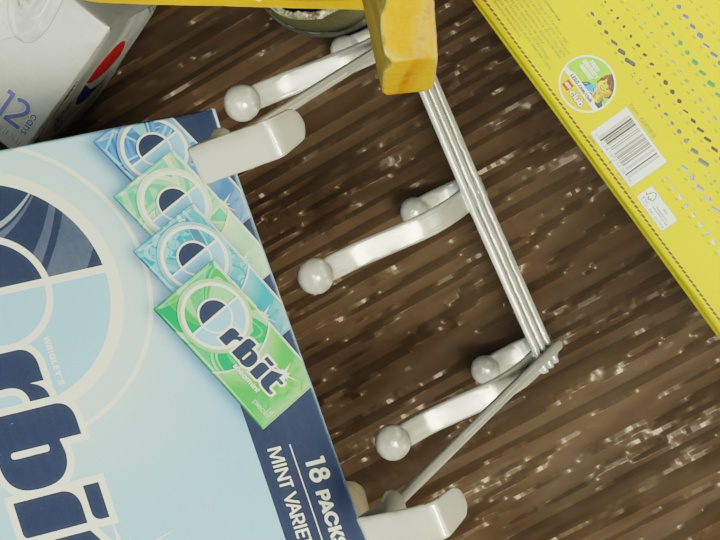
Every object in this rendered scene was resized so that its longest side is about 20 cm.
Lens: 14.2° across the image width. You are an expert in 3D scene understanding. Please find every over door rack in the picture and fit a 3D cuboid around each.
[{"bbox_3d":[0.000,0.000,0.998,0.066,0.200,0.148,-21,99,20],"label":"over door rack"}]

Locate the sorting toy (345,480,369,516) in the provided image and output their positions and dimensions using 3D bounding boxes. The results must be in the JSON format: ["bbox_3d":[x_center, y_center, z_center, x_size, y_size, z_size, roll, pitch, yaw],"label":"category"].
[{"bbox_3d":[-0.121,0.119,1.077,0.198,0.070,0.200,6,137,-19],"label":"sorting toy"}]

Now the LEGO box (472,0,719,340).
[{"bbox_3d":[0.123,-0.065,0.980,0.077,0.149,0.200,-35,95,19],"label":"LEGO box"}]

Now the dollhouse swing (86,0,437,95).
[{"bbox_3d":[-0.056,-0.162,0.899,0.181,0.176,0.200,2,123,10],"label":"dollhouse swing"}]

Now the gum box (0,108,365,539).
[{"bbox_3d":[-0.117,0.046,0.962,0.045,0.200,0.170,-48,58,59],"label":"gum box"}]

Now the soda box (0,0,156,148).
[{"bbox_3d":[-0.177,-0.132,1.074,0.200,0.068,0.063,38,109,2],"label":"soda box"}]

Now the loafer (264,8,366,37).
[{"bbox_3d":[-0.044,-0.176,1.030,0.075,0.070,0.200,-18,100,17],"label":"loafer"}]
